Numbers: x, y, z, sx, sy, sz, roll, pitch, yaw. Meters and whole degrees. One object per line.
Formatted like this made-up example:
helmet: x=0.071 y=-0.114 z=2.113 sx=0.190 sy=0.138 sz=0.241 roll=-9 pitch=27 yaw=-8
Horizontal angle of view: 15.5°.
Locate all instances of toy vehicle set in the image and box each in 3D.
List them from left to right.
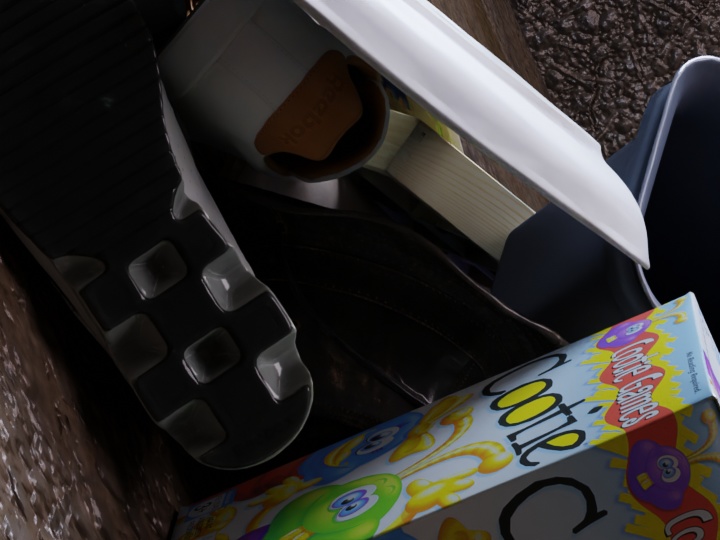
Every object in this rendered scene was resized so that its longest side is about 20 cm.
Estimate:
toy vehicle set: x=0.028 y=-0.033 z=1.183 sx=0.124 sy=0.027 sz=0.200 roll=38 pitch=-4 yaw=-22

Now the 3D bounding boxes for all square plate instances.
square plate: x=0.008 y=-0.093 z=0.960 sx=0.198 sy=0.029 sz=0.200 roll=35 pitch=7 yaw=-27

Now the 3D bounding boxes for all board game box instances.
board game box: x=0.043 y=0.104 z=0.888 sx=0.105 sy=0.199 sz=0.104 roll=-82 pitch=148 yaw=-72

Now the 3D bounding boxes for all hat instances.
hat: x=-0.009 y=0.044 z=0.992 sx=0.081 sy=0.199 sz=0.201 roll=-63 pitch=149 yaw=-17

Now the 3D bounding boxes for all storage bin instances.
storage bin: x=0.147 y=0.024 z=1.053 sx=0.199 sy=0.134 sz=0.146 roll=35 pitch=52 yaw=-22

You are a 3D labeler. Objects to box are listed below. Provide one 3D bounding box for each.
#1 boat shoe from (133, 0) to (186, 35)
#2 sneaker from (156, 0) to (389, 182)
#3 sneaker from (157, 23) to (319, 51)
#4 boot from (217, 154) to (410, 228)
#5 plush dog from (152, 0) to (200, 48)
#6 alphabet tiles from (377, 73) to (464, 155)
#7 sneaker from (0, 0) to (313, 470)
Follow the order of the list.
boat shoe: x=-0.122 y=-0.137 z=0.930 sx=0.199 sy=0.068 sz=0.074 roll=60 pitch=6 yaw=-67
sneaker: x=-0.035 y=-0.064 z=0.992 sx=0.085 sy=0.073 sz=0.200 roll=39 pitch=3 yaw=-5
sneaker: x=-0.065 y=-0.122 z=1.210 sx=0.200 sy=0.090 sz=0.075 roll=32 pitch=-28 yaw=60
boot: x=0.000 y=0.000 z=1.120 sx=0.146 sy=0.070 sz=0.200 roll=37 pitch=4 yaw=-3
plush dog: x=-0.079 y=-0.178 z=1.094 sx=0.200 sy=0.159 sz=0.173 roll=-79 pitch=169 yaw=-72
alphabet tiles: x=-0.012 y=-0.139 z=1.201 sx=0.166 sy=0.006 sz=0.201 roll=44 pitch=-20 yaw=45
sneaker: x=-0.088 y=-0.027 z=0.901 sx=0.201 sy=0.074 sz=0.088 roll=65 pitch=-7 yaw=-11
